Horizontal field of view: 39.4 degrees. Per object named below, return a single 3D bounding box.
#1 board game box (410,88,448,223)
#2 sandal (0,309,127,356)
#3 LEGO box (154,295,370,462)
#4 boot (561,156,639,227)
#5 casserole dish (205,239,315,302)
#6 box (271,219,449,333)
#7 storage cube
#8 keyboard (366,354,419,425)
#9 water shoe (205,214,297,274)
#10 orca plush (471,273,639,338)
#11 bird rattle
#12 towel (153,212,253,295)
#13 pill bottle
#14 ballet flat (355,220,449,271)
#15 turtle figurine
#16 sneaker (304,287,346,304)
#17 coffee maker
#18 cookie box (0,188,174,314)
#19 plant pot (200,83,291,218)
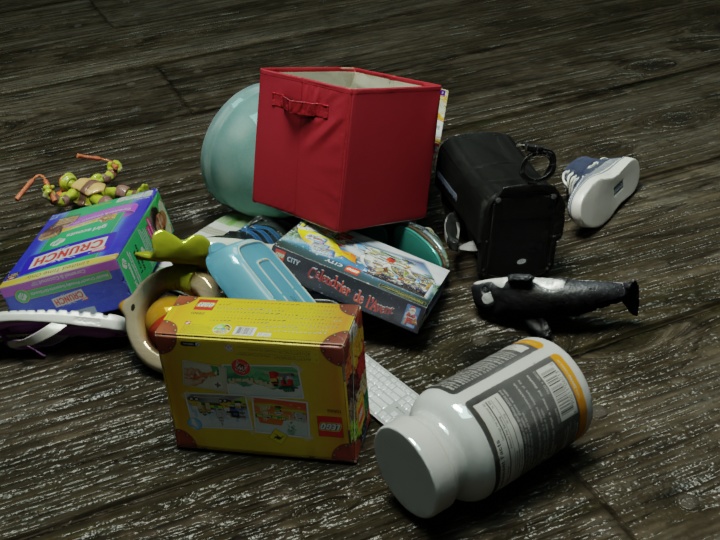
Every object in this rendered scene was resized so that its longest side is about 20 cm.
[{"bbox_3d":[0.084,-0.167,1.483,0.046,0.152,0.200,15,31,-1],"label":"board game box"},{"bbox_3d":[-0.385,0.079,1.234,0.202,0.082,0.050,-2,74,2],"label":"sandal"},{"bbox_3d":[-0.098,0.112,1.045,0.200,0.149,0.077,3,31,12],"label":"LEGO box"},{"bbox_3d":[0.325,-0.116,1.460,0.090,0.073,0.200,9,25,35],"label":"boot"},{"bbox_3d":[-0.093,0.036,1.141,0.039,0.200,0.121,-40,-5,19],"label":"casserole dish"},{"bbox_3d":[0.000,0.000,1.245,0.200,0.038,0.137,23,24,9],"label":"box"},{"bbox_3d":[-0.022,-0.164,1.314,0.171,0.180,0.200,21,24,39],"label":"storage cube"},{"bbox_3d":[0.018,0.134,1.127,0.056,0.011,0.200,-23,35,-27],"label":"keyboard"},{"bbox_3d":[-0.140,-0.031,1.326,0.200,0.072,0.079,3,46,-36],"label":"water shoe"},{"bbox_3d":[0.232,0.051,1.212,0.200,0.071,0.105,4,-13,6],"label":"orca plush"},{"bbox_3d":[-0.197,0.054,1.189,0.163,0.200,0.113,-35,-7,12],"label":"bird rattle"},{"bbox_3d":[-0.186,-0.017,1.402,0.149,0.031,0.200,18,35,29],"label":"towel"},{"bbox_3d":[0.120,0.152,0.978,0.200,0.117,0.116,-24,35,-29],"label":"pill bottle"},{"bbox_3d":[0.061,-0.045,1.369,0.074,0.074,0.200,-28,40,-34],"label":"ballet flat"},{"bbox_3d":[-0.418,-0.116,1.559,0.161,0.065,0.200,20,29,23],"label":"turtle figurine"},{"bbox_3d":[-0.099,0.042,1.255,0.200,0.070,0.082,11,21,15],"label":"sneaker"},{"bbox_3d":[0.189,-0.110,1.338,0.134,0.192,0.200,16,26,-24],"label":"coffee maker"},{"bbox_3d":[-0.358,-0.017,1.341,0.171,0.075,0.200,-13,29,13],"label":"cookie box"},{"bbox_3d":[-0.111,-0.157,1.461,0.200,0.201,0.134,-27,42,-33],"label":"plant pot"}]
